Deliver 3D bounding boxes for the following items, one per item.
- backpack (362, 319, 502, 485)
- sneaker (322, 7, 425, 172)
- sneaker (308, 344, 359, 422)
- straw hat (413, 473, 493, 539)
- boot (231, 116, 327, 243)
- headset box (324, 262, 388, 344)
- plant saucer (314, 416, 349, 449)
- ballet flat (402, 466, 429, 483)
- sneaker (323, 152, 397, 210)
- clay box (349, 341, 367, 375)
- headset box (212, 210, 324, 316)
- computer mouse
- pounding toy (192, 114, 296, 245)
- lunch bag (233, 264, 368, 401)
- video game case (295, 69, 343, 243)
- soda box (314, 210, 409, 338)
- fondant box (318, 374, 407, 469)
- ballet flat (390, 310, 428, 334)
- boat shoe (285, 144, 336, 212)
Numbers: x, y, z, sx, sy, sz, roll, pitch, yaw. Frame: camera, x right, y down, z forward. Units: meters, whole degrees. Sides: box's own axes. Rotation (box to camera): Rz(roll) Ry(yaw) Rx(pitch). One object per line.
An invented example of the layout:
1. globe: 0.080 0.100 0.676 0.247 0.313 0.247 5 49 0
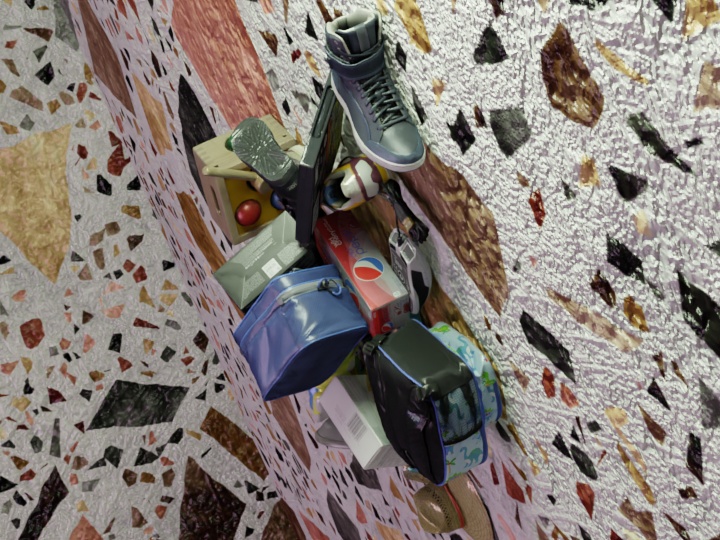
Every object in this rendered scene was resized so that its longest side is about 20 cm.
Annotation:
1. backpack: 0.110 0.186 1.566 0.183 0.145 0.202 36 143 52
2. sneaker: 0.016 -0.230 1.384 0.203 0.076 0.147 57 164 27
3. sneaker: -0.063 0.145 1.770 0.105 0.075 0.202 39 131 24
4. straw hat: 0.136 0.402 1.895 0.202 0.084 0.202 54 160 31
5. boot: -0.112 -0.128 1.737 0.165 0.065 0.200 54 -178 41
6. headset box: -0.036 0.063 1.917 0.174 0.092 0.202 37 149 56
7. plant saucer: 0.020 0.252 1.871 0.200 0.197 0.051 -171 75 -69
8. ballet flat: 0.086 0.307 1.867 0.200 0.070 0.072 -125 10 -84
9. sneaker: -0.021 -0.125 1.615 0.076 0.089 0.200 64 162 -2
10. clay box: -0.044 0.148 1.831 0.114 0.048 0.202 -6 117 36
11. headset box: -0.133 0.010 1.723 0.075 0.148 0.200 47 174 15
12. computer mouse: 0.071 -0.025 1.561 0.110 0.043 0.202 52 160 41
13. pounding toy: -0.194 -0.159 1.918 0.142 0.182 0.202 46 155 44
14. lunch bag: -0.091 0.079 1.623 0.133 0.135 0.200 58 133 21
15. video game case: -0.056 -0.165 1.575 0.201 0.025 0.183 98 -173 -62
16. soda box: 0.000 0.000 1.644 0.201 0.063 0.071 55 162 38
17. fondant box: 0.049 0.232 1.743 0.059 0.198 0.145 -54 55 25
18. ballet flat: 0.079 0.107 1.702 0.067 0.067 0.203 -174 70 -74
19. boat shoe: -0.083 -0.141 1.814 0.200 0.064 0.073 45 153 46
